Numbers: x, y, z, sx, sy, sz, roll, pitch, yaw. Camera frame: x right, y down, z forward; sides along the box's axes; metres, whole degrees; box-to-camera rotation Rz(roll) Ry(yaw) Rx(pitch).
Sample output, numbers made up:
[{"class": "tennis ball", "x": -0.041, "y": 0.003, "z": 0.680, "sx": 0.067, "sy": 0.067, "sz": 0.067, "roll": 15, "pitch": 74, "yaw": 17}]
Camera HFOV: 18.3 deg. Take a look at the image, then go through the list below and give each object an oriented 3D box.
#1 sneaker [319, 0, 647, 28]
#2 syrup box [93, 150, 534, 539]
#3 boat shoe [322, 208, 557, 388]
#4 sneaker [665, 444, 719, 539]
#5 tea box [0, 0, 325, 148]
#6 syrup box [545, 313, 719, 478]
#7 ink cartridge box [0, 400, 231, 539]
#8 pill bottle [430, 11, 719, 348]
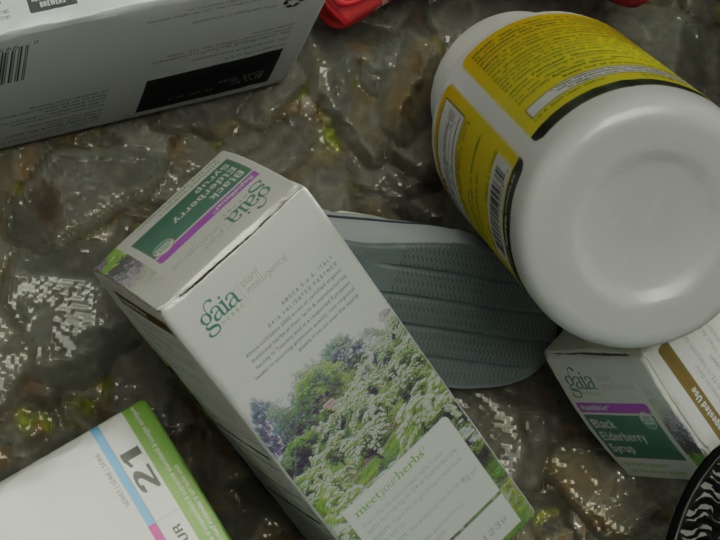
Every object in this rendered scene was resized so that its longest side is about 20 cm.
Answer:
[{"class": "sneaker", "x": 0.043, "y": -0.151, "z": 1.105, "sx": 0.199, "sy": 0.078, "sz": 0.116, "roll": 26, "pitch": 75, "yaw": 9}, {"class": "syrup box", "x": -0.018, "y": 0.052, "z": 0.949, "sx": 0.079, "sy": 0.081, "sz": 0.200, "roll": -42, "pitch": 117, "yaw": -12}, {"class": "boat shoe", "x": 0.000, "y": 0.000, "z": 1.031, "sx": 0.199, "sy": 0.067, "sz": 0.074, "roll": 18, "pitch": 102, "yaw": -32}, {"class": "sneaker", "x": 0.154, "y": 0.170, "z": 0.986, "sx": 0.069, "sy": 0.090, "sz": 0.202, "roll": 6, "pitch": 86, "yaw": -9}, {"class": "tea box", "x": -0.140, "y": -0.177, "z": 1.023, "sx": 0.198, "sy": 0.134, "sz": 0.198, "roll": -15, "pitch": 75, "yaw": -19}, {"class": "syrup box", "x": 0.188, "y": 0.004, "z": 1.056, "sx": 0.200, "sy": 0.079, "sz": 0.082, "roll": -46, "pitch": 109, "yaw": -23}, {"class": "ink cartridge box", "x": -0.141, "y": 0.172, "z": 0.933, "sx": 0.199, "sy": 0.076, "sz": 0.148, "roll": -30, "pitch": 81, "yaw": -23}, {"class": "pill bottle", "x": 0.096, "y": -0.051, "z": 1.001, "sx": 0.111, "sy": 0.200, "sz": 0.113, "roll": -5, "pitch": 112, "yaw": -12}]
